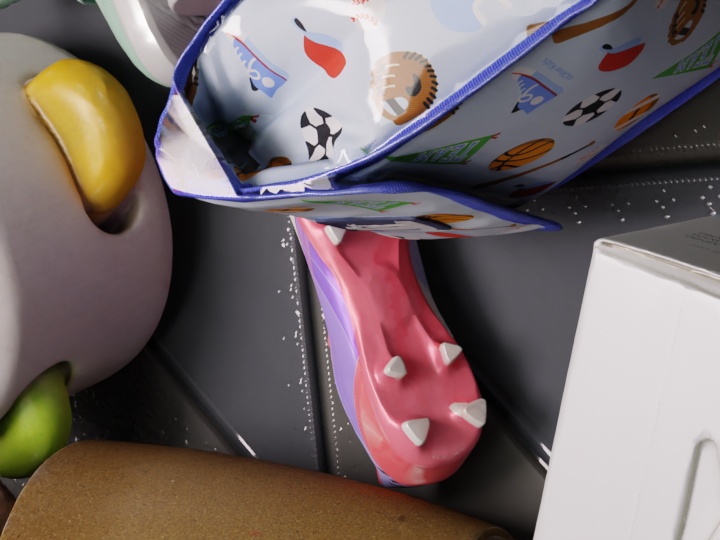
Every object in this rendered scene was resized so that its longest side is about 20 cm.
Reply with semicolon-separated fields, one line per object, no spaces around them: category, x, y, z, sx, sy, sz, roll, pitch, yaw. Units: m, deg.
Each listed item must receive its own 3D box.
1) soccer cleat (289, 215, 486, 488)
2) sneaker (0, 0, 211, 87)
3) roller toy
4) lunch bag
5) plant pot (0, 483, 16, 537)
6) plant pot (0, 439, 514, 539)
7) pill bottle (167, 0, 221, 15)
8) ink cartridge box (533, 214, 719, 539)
soccer cleat;0.000;0.000;1.080;0.076;0.067;0.200;-44;62;61
sneaker;-0.132;-0.137;1.150;0.118;0.074;0.201;-45;54;29
roller toy;-0.187;-0.019;1.178;0.182;0.140;0.200;24;122;33
lunch bag;0.037;-0.081;0.941;0.200;0.170;0.124;-36;71;20
plant pot;-0.249;0.170;1.137;0.198;0.200;0.201;-31;76;52
plant pot;-0.031;0.163;1.068;0.200;0.186;0.187;-5;94;26
pill bottle;-0.069;-0.220;1.068;0.113;0.113;0.200;-21;83;40
ink cartridge box;0.154;0.055;0.866;0.083;0.200;0.146;22;110;35
